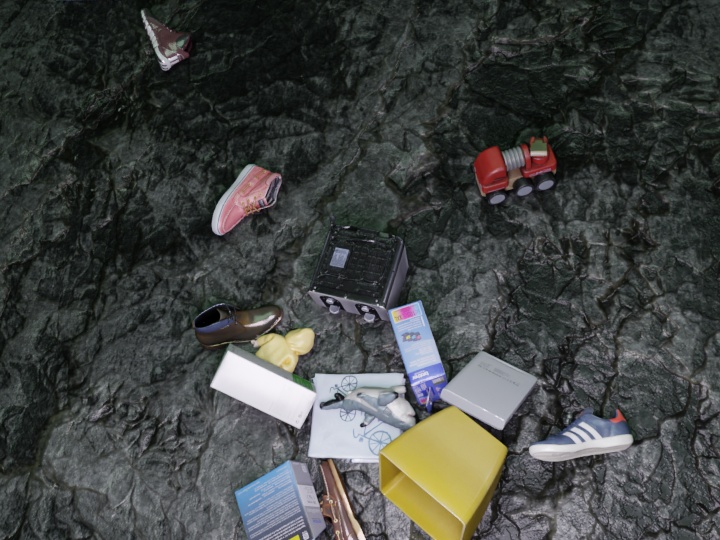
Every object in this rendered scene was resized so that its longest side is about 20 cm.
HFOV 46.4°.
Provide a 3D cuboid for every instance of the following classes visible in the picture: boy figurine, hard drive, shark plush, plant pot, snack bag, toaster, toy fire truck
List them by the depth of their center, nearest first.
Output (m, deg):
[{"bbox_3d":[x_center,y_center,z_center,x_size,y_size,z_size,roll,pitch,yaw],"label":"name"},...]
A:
[{"bbox_3d":[0.165,0.378,1.571,0.199,0.201,0.176,36,64,24],"label":"plant pot"},{"bbox_3d":[0.254,0.230,1.639,0.131,0.027,0.200,26,27,20],"label":"hard drive"},{"bbox_3d":[0.012,0.279,1.692,0.198,0.091,0.084,-1,93,5],"label":"shark plush"},{"bbox_3d":[-0.009,0.303,1.730,0.198,0.021,0.190,-1,63,10],"label":"snack bag"},{"bbox_3d":[-0.186,0.186,1.798,0.200,0.065,0.124,-39,63,-10],"label":"boy figurine"},{"bbox_3d":[0.000,0.000,1.822,0.179,0.119,0.202,11,67,15],"label":"toaster"},{"bbox_3d":[0.342,-0.236,1.827,0.174,0.200,0.130,-15,61,3],"label":"toy fire truck"}]

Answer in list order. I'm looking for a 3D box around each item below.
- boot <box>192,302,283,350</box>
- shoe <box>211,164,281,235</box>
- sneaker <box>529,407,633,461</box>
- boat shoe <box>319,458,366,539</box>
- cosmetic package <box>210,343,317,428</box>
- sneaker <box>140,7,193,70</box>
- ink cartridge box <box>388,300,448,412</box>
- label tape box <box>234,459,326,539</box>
[{"bbox_3d":[-0.270,0.111,1.831,0.198,0.097,0.075,-22,62,0],"label":"boot"},{"bbox_3d":[-0.266,-0.161,1.980,0.090,0.072,0.201,18,64,25],"label":"shoe"},{"bbox_3d":[0.417,0.311,1.617,0.198,0.075,0.085,-7,64,-4],"label":"sneaker"},{"bbox_3d":[-0.046,0.466,1.627,0.070,0.071,0.201,-23,62,-2],"label":"boat shoe"},{"bbox_3d":[-0.196,0.233,1.700,0.199,0.108,0.085,28,90,-9],"label":"cosmetic package"},{"bbox_3d":[-0.515,-0.638,2.272,0.115,0.076,0.201,-23,72,-7],"label":"sneaker"},{"bbox_3d":[0.125,0.181,1.698,0.076,0.137,0.201,-20,62,2],"label":"ink cartridge box"},{"bbox_3d":[-0.147,0.490,1.615,0.144,0.063,0.201,-32,60,19],"label":"label tape box"}]
